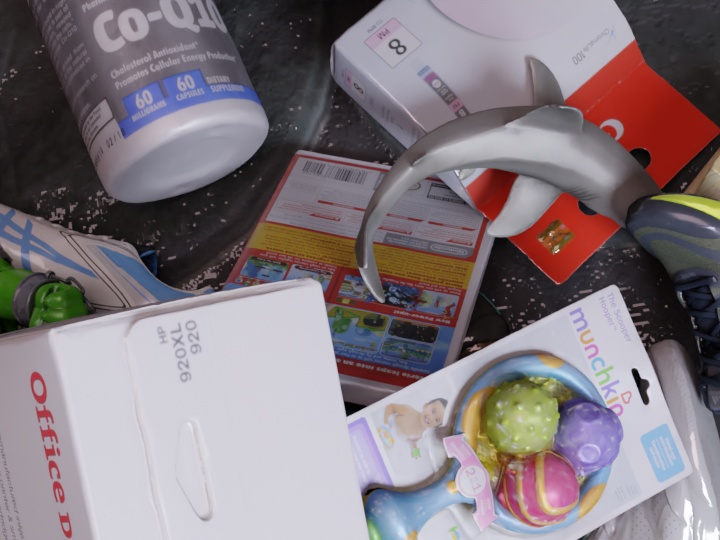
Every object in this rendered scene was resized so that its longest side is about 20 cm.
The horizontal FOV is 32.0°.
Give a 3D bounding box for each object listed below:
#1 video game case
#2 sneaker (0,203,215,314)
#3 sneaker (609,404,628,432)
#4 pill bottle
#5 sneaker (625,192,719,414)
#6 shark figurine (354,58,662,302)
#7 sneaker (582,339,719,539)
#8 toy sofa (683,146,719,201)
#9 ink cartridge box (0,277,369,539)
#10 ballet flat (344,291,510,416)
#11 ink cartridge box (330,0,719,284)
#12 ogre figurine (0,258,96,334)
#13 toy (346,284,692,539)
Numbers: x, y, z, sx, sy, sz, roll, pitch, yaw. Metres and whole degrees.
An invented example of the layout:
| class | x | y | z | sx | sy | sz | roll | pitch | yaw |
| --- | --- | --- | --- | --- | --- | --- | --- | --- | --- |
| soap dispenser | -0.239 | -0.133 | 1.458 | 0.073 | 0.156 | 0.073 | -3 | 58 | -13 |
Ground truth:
| class | x | y | z | sx | sy | sz | roll | pitch | yaw |
| --- | --- | --- | --- | --- | --- | --- | --- | --- | --- |
| video game case | 0.000 | 0.000 | 0.748 | 0.143 | 0.017 | 0.200 | 11 | 41 | 10 |
| sneaker | -0.181 | 0.001 | 0.820 | 0.200 | 0.072 | 0.073 | 28 | 57 | 16 |
| sneaker | 0.076 | 0.146 | 0.714 | 0.200 | 0.090 | 0.075 | -43 | 93 | 18 |
| pill bottle | -0.147 | -0.156 | 0.812 | 0.114 | 0.114 | 0.200 | -26 | 78 | 3 |
| sneaker | 0.219 | 0.038 | 0.713 | 0.200 | 0.074 | 0.081 | 46 | 72 | -6 |
| shark figurine | 0.081 | -0.065 | 0.708 | 0.214 | 0.089 | 0.128 | -11 | 82 | -21 |
| sneaker | 0.171 | 0.143 | 0.740 | 0.088 | 0.075 | 0.200 | -11 | 76 | 25 |
| toy sofa | 0.289 | -0.006 | 0.747 | 0.200 | 0.098 | 0.083 | 36 | 62 | 13 |
| ink cartridge box | -0.119 | 0.094 | 0.613 | 0.200 | 0.145 | 0.147 | -10 | 92 | 49 |
| ballet flat | -0.002 | 0.068 | 0.776 | 0.200 | 0.068 | 0.068 | -26 | 62 | 9 |
| ink cartridge box | 0.106 | -0.117 | 0.783 | 0.163 | 0.057 | 0.200 | -42 | 72 | -16 |
| ogre figurine | -0.238 | 0.065 | 0.786 | 0.098 | 0.200 | 0.120 | -25 | 58 | -35 |
| toy | 0.081 | 0.098 | 0.645 | 0.200 | 0.047 | 0.115 | -24 | 95 | -15 |
